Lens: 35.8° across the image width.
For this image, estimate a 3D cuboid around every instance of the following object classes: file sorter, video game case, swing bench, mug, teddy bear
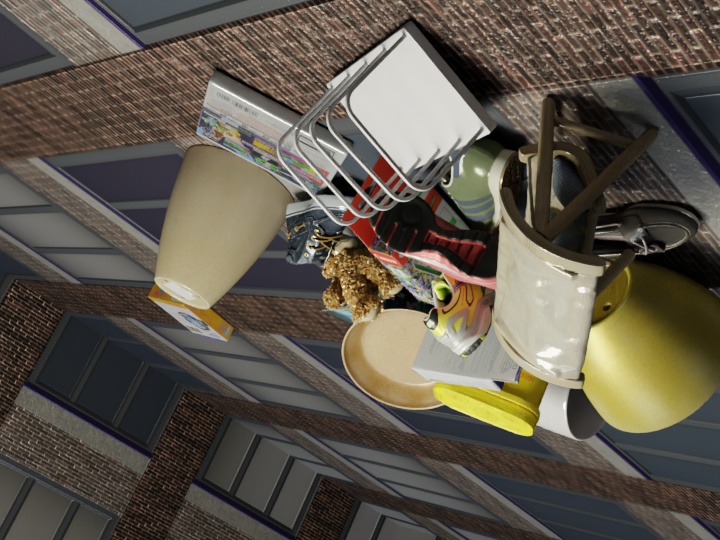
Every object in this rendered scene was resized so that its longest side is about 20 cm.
[{"bbox_3d":[0.018,-0.144,1.191,0.139,0.125,0.200,47,156,-12],"label":"file sorter"},{"bbox_3d":[-0.120,-0.178,1.489,0.198,0.023,0.182,27,161,-6],"label":"video game case"},{"bbox_3d":[0.203,-0.025,1.131,0.128,0.201,0.200,19,144,17],"label":"swing bench"},{"bbox_3d":[0.292,0.157,1.687,0.174,0.150,0.199,16,-170,41],"label":"mug"},{"bbox_3d":[0.000,0.000,1.600,0.067,0.201,0.145,36,116,-29],"label":"teddy bear"}]

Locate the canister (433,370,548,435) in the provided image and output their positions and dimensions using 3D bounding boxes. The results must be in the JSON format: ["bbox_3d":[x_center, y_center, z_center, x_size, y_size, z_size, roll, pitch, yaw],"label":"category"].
[{"bbox_3d":[0.204,0.105,1.537,0.147,0.202,0.087,20,161,16],"label":"canister"}]

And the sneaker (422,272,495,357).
[{"bbox_3d":[0.136,0.012,1.409,0.076,0.201,0.075,31,135,-13],"label":"sneaker"}]

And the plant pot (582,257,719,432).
[{"bbox_3d":[0.317,0.066,1.309,0.142,0.201,0.199,41,156,-27],"label":"plant pot"}]

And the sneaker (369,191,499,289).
[{"bbox_3d":[0.096,-0.025,1.356,0.199,0.074,0.087,28,168,25],"label":"sneaker"}]

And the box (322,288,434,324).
[{"bbox_3d":[0.057,0.071,1.740,0.136,0.038,0.199,-5,158,44],"label":"box"}]

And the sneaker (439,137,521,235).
[{"bbox_3d":[0.137,-0.101,1.307,0.089,0.067,0.201,29,162,16],"label":"sneaker"}]

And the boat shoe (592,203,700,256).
[{"bbox_3d":[0.295,-0.036,1.273,0.067,0.057,0.199,38,158,-33],"label":"boat shoe"}]

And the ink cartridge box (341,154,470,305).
[{"bbox_3d":[0.069,-0.049,1.440,0.050,0.110,0.200,19,162,45],"label":"ink cartridge box"}]

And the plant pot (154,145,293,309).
[{"bbox_3d":[-0.225,-0.052,1.679,0.186,0.202,0.188,23,162,8],"label":"plant pot"}]

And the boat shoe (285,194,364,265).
[{"bbox_3d":[-0.050,-0.055,1.588,0.070,0.092,0.200,4,175,-25],"label":"boat shoe"}]

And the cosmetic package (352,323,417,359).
[{"bbox_3d":[0.087,0.122,1.731,0.197,0.051,0.083,7,164,10],"label":"cosmetic package"}]

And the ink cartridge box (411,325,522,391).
[{"bbox_3d":[0.176,0.057,1.450,0.040,0.201,0.199,35,161,-33],"label":"ink cartridge box"}]

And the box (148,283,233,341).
[{"bbox_3d":[-0.376,0.100,2.524,0.118,0.042,0.200,11,158,37],"label":"box"}]

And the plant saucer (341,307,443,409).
[{"bbox_3d":[0.071,0.124,1.661,0.198,0.036,0.202,7,130,9],"label":"plant saucer"}]

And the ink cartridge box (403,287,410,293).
[{"bbox_3d":[0.062,0.015,1.726,0.093,0.045,0.200,28,161,-12],"label":"ink cartridge box"}]
